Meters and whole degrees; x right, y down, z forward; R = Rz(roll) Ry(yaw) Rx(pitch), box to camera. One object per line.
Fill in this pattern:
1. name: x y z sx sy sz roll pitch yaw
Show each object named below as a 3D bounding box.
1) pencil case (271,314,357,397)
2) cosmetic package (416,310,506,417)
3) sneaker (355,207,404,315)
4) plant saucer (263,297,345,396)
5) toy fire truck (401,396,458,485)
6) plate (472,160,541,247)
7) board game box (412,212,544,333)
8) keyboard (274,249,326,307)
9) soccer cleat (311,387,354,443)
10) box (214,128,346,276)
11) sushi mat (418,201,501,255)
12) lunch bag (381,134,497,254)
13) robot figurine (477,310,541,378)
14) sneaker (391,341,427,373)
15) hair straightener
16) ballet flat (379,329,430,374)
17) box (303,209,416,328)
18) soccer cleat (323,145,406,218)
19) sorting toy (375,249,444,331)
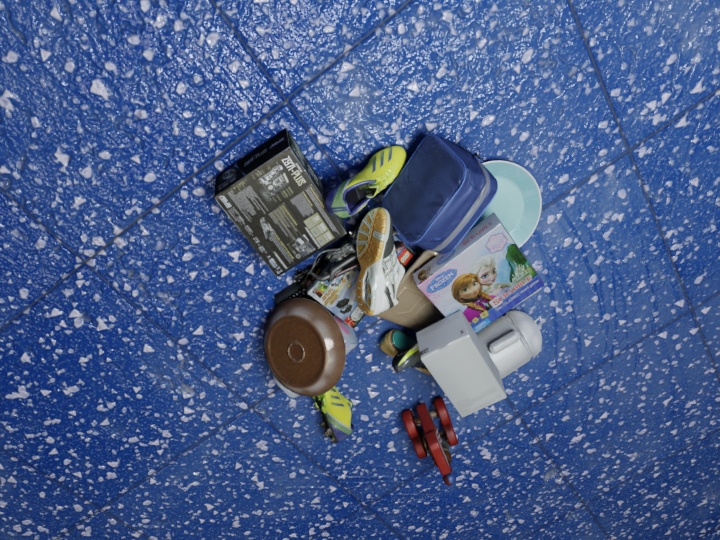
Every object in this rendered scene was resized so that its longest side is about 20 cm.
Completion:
1. pencil case: -0.097 0.183 1.302 0.199 0.091 0.083 -41 104 16
2. cosmetic package: 0.205 0.192 1.234 0.111 0.082 0.202 -25 121 14
3. sneaker: 0.041 -0.020 1.125 0.086 0.075 0.206 -10 118 -34
4. plant saucer: -0.123 0.160 1.226 0.195 0.036 0.207 5 101 24
5. toy fire truck: 0.181 0.420 1.460 0.109 0.170 0.203 -20 124 4
6. plate: 0.260 -0.120 1.204 0.193 0.026 0.206 -2 116 -4
7. board game box: 0.235 0.018 1.197 0.198 0.042 0.199 -38 125 14
8. keyboard: -0.089 0.033 1.242 0.197 0.040 0.105 -32 123 9
9. soccer cleat: -0.061 0.309 1.411 0.082 0.064 0.205 -27 124 -24
10. box: -0.143 -0.119 1.106 0.161 0.087 0.202 -30 123 9
11. sushi mat: 0.221 -0.056 1.260 0.198 0.012 0.096 -34 122 11
12. lunch bag: 0.152 -0.141 1.111 0.130 0.137 0.201 12 125 -47
13. robot figurine: 0.320 0.167 1.353 0.197 0.115 0.170 -34 166 4
14. sneaker: 0.150 0.187 1.306 0.196 0.083 0.074 -15 167 -37
15. hair straightener: -0.015 -0.041 1.152 0.195 0.041 0.079 -23 118 -4
16. ballet flat: 0.126 0.191 1.379 0.197 0.070 0.063 31 141 -24
17. box: 0.000 0.000 1.215 0.136 0.040 0.201 38 97 -28
18. soccer cleat: 0.023 -0.156 1.080 0.199 0.083 0.066 -39 120 -26
19. sorting toy: 0.138 0.045 1.270 0.182 0.037 0.200 22 122 -40
